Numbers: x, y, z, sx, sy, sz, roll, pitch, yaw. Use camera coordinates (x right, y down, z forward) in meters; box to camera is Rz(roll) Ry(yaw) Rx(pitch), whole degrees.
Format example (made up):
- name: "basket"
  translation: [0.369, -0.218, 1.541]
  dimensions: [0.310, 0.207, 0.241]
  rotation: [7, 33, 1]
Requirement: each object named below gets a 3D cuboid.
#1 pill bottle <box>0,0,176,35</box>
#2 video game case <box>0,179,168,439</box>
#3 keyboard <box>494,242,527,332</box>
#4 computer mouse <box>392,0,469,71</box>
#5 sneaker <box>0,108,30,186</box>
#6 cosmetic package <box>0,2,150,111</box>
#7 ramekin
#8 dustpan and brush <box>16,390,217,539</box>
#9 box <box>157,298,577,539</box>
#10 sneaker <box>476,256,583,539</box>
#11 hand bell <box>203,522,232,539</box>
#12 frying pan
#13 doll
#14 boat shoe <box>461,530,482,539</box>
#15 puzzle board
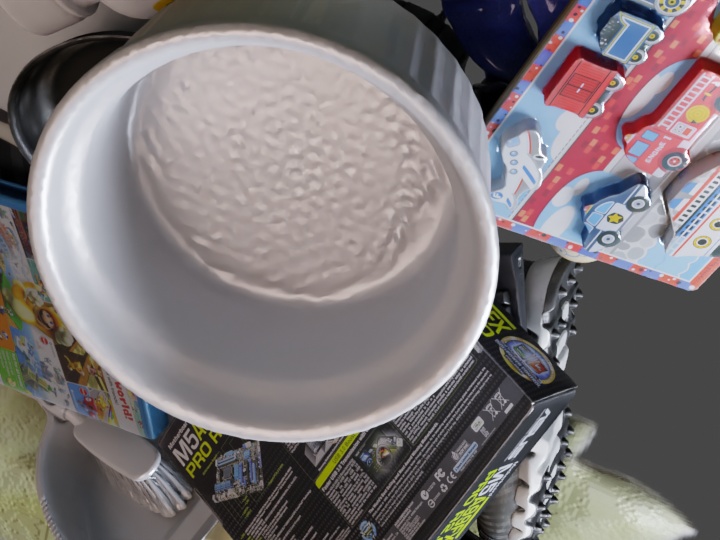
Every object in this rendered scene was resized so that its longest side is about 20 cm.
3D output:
- name: "pill bottle"
  translation: [-0.074, -0.182, 0.727]
  dimensions: [0.199, 0.113, 0.113]
  rotation: [-21, 112, 14]
- name: "video game case"
  translation: [-0.200, 0.008, 0.898]
  dimensions: [0.199, 0.018, 0.144]
  rotation: [17, 132, 26]
- name: "keyboard"
  translation: [0.000, 0.000, 0.866]
  dimensions: [0.199, 0.021, 0.128]
  rotation: [-1, 95, 37]
- name: "computer mouse"
  translation: [0.043, -0.126, 0.791]
  dimensions: [0.059, 0.034, 0.200]
  rotation: [37, 127, -1]
- name: "sneaker"
  translation: [-0.185, -0.060, 0.910]
  dimensions: [0.199, 0.072, 0.083]
  rotation: [29, 120, 17]
- name: "cosmetic package"
  translation: [-0.125, -0.118, 0.846]
  dimensions: [0.199, 0.071, 0.102]
  rotation: [27, 128, 6]
- name: "ramekin"
  translation: [-0.035, -0.033, 0.715]
  dimensions: [0.199, 0.098, 0.201]
  rotation: [5, 123, 7]
- name: "dustpan and brush"
  translation: [-0.161, 0.098, 0.993]
  dimensions: [0.200, 0.140, 0.057]
  rotation: [26, 160, 43]
- name: "box"
  translation: [-0.004, 0.076, 0.841]
  dimensions: [0.160, 0.044, 0.200]
  rotation: [47, 122, 23]
- name: "sneaker"
  translation: [0.068, 0.074, 0.893]
  dimensions: [0.090, 0.066, 0.201]
  rotation: [13, 122, 20]
- name: "hand bell"
  translation: [-0.105, 0.203, 0.963]
  dimensions: [0.104, 0.200, 0.105]
  rotation: [11, 125, 16]
- name: "frying pan"
  translation: [-0.079, -0.084, 0.772]
  dimensions: [0.189, 0.031, 0.115]
  rotation: [-18, 134, 22]
- name: "doll"
  translation: [0.085, -0.082, 0.774]
  dimensions: [0.136, 0.049, 0.200]
  rotation: [-4, 135, 24]
- name: "boat shoe"
  translation: [0.008, 0.147, 0.927]
  dimensions: [0.201, 0.074, 0.063]
  rotation: [33, 145, 37]
- name: "puzzle board"
  translation: [0.143, -0.069, 0.728]
  dimensions: [0.150, 0.017, 0.200]
  rotation: [18, 137, -18]
